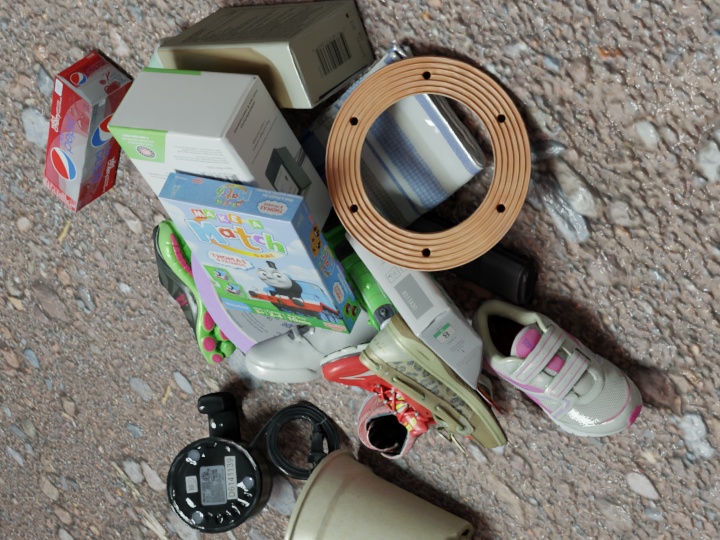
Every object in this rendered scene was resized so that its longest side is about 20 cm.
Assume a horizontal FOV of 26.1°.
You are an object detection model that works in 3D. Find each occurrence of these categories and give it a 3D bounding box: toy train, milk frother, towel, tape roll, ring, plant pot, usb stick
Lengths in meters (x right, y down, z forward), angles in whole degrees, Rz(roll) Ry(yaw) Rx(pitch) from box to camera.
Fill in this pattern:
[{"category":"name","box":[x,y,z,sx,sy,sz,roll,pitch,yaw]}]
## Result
[{"category":"toy train","box":[0.000,0.000,1.619,0.200,0.042,0.056,59,180,36]},{"category":"milk frother","box":[-0.129,0.250,1.978,0.199,0.181,0.188,13,175,3]},{"category":"towel","box":[0.026,-0.119,1.547,0.147,0.024,0.200,54,136,0]},{"category":"tape roll","box":[-0.101,0.018,1.792,0.200,0.066,0.201,27,139,27]},{"category":"ring","box":[0.063,-0.100,1.460,0.199,0.019,0.202,1,93,17]},{"category":"plant pot","box":[0.030,0.336,1.846,0.183,0.201,0.201,16,133,22]},{"category":"usb stick","box":[0.091,-0.024,1.577,0.199,0.033,0.056,28,139,29]}]

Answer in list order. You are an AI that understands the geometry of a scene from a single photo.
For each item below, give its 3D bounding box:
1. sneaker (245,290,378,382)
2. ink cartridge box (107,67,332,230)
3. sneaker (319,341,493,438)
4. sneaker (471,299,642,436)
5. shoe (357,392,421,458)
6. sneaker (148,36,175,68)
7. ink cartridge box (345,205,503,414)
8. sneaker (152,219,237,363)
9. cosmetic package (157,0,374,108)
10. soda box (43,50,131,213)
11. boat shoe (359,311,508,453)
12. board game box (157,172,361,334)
[{"category":"sneaker","box":[-0.030,0.062,1.681,0.075,0.199,0.089,-111,13,-58]},{"category":"ink cartridge box","box":[-0.135,-0.104,1.552,0.145,0.084,0.200,8,149,31]},{"category":"sneaker","box":[0.052,0.130,1.632,0.199,0.085,0.077,15,155,-19]},{"category":"sneaker","box":[0.181,0.094,1.519,0.199,0.082,0.088,28,170,27]},{"category":"shoe","box":[0.030,0.174,1.765,0.072,0.091,0.200,50,144,1]},{"category":"sneaker","box":[-0.162,-0.147,1.680,0.200,0.074,0.118,44,128,18]},{"category":"ink cartridge box","box":[0.079,0.042,1.553,0.200,0.050,0.161,41,-170,-49]},{"category":"sneaker","box":[-0.198,0.021,1.905,0.084,0.077,0.201,25,138,57]},{"category":"cosmetic package","box":[-0.096,-0.214,1.551,0.199,0.105,0.071,7,126,45]},{"category":"soda box","box":[-0.331,-0.165,1.869,0.063,0.070,0.200,39,142,14]},{"category":"boat shoe","box":[0.076,0.122,1.570,0.200,0.063,0.073,46,-175,-29]},{"category":"board game box","box":[-0.097,-0.015,1.544,0.151,0.037,0.200,11,150,26]}]
